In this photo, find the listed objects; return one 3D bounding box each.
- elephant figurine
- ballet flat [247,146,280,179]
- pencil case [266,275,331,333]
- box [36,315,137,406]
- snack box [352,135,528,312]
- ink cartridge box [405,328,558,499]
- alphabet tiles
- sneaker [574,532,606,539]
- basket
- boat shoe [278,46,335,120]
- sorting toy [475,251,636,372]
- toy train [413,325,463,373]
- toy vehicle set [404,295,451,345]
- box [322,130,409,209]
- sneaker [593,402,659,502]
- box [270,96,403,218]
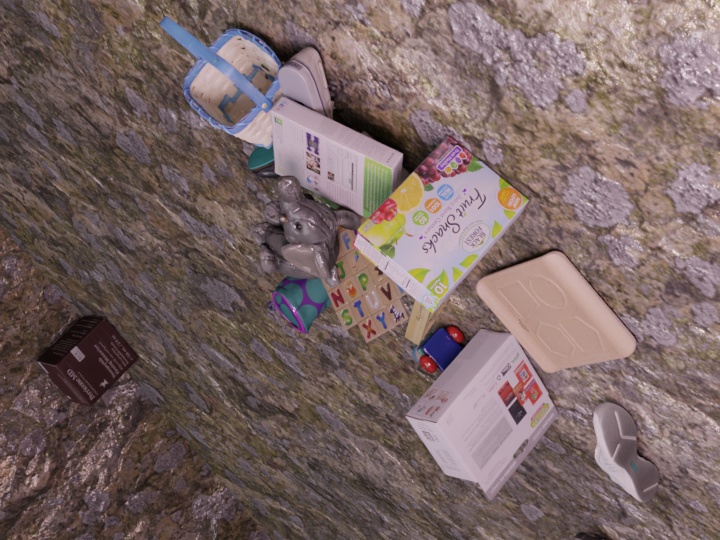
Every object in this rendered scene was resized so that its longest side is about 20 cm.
[{"bbox_3d":[-0.071,-0.053,1.723,0.200,0.154,0.143,163,102,-65],"label":"elephant figurine"},{"bbox_3d":[-0.102,-0.181,1.870,0.073,0.073,0.199,51,148,-17],"label":"ballet flat"},{"bbox_3d":[-0.053,0.008,1.916,0.085,0.200,0.093,32,154,30],"label":"pencil case"},{"bbox_3d":[-0.781,0.256,3.422,0.164,0.200,0.166,2,133,55],"label":"box"},{"bbox_3d":[0.105,-0.062,1.564,0.142,0.200,0.053,40,155,7],"label":"snack box"},{"bbox_3d":[0.195,0.226,1.877,0.084,0.200,0.176,4,134,55],"label":"ink cartridge box"},{"bbox_3d":[0.000,0.000,1.803,0.166,0.006,0.202,-32,79,43],"label":"alphabet tiles"},{"bbox_3d":[0.440,0.551,2.185,0.079,0.074,0.201,29,146,49],"label":"sneaker"},{"bbox_3d":[-0.188,-0.279,1.716,0.176,0.140,0.200,42,-174,33],"label":"basket"},{"bbox_3d":[-0.063,-0.231,1.716,0.070,0.070,0.201,17,142,31],"label":"boat shoe"},{"bbox_3d":[0.277,0.059,1.700,0.185,0.037,0.200,48,151,-9],"label":"sorting toy"},{"bbox_3d":[0.173,0.186,2.006,0.200,0.085,0.116,47,166,-6],"label":"toy train"},{"bbox_3d":[0.118,0.016,1.756,0.026,0.125,0.201,30,153,10],"label":"toy vehicle set"},{"bbox_3d":[0.019,-0.112,1.802,0.144,0.036,0.200,44,154,0],"label":"box"},{"bbox_3d":[0.386,0.275,1.823,0.080,0.070,0.201,17,145,49],"label":"sneaker"},{"bbox_3d":[-0.034,-0.151,1.691,0.199,0.036,0.145,28,151,15],"label":"box"}]
